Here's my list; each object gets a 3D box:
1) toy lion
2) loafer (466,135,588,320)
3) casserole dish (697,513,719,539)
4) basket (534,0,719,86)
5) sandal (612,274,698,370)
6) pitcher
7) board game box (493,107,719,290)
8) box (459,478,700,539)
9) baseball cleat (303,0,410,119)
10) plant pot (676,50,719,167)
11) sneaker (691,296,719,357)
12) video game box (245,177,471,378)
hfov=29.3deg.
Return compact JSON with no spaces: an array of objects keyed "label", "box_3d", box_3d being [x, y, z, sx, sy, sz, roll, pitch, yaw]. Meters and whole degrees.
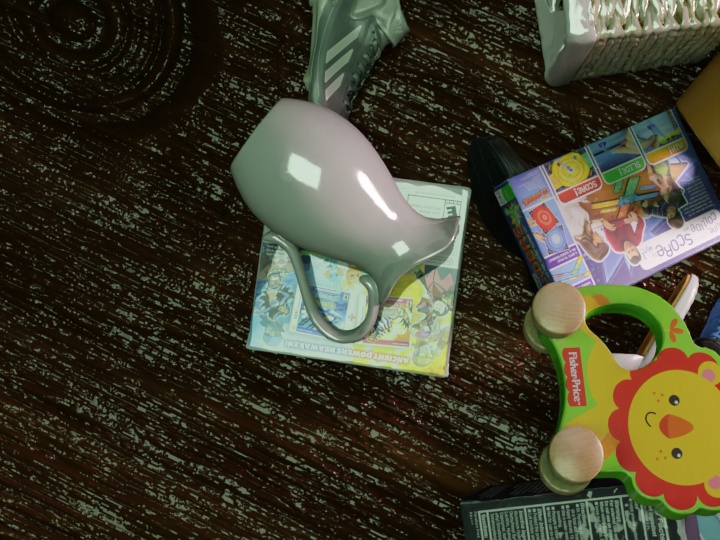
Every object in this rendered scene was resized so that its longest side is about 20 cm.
[{"label":"toy lion","box_3d":[0.243,0.109,1.163,0.189,0.069,0.202,-3,70,-3]},{"label":"loafer","box_3d":[0.173,-0.046,1.314,0.072,0.073,0.201,-30,89,-31]},{"label":"casserole dish","box_3d":[0.358,0.229,1.288,0.121,0.039,0.200,-40,83,2]},{"label":"basket","box_3d":[0.242,-0.288,1.249,0.159,0.200,0.201,-6,86,3]},{"label":"sandal","box_3d":[0.244,0.084,1.293,0.059,0.079,0.208,31,82,8]},{"label":"pitcher","box_3d":[-0.034,-0.045,1.267,0.199,0.121,0.172,39,103,-4]},{"label":"board game box","box_3d":[0.237,-0.054,1.275,0.198,0.034,0.137,-23,86,-22]},{"label":"box","box_3d":[0.211,0.290,1.241,0.196,0.123,0.202,-9,86,19]},{"label":"baseball cleat","box_3d":[-0.005,-0.205,1.332,0.105,0.070,0.203,1,88,6]},{"label":"plant pot","box_3d":[0.394,-0.159,1.240,0.183,0.200,0.201,-37,84,18]},{"label":"sneaker","box_3d":[0.336,0.072,1.246,0.076,0.111,0.201,24,77,22]},{"label":"video game box","box_3d":[0.000,0.000,1.332,0.198,0.047,0.184,8,85,6]}]
